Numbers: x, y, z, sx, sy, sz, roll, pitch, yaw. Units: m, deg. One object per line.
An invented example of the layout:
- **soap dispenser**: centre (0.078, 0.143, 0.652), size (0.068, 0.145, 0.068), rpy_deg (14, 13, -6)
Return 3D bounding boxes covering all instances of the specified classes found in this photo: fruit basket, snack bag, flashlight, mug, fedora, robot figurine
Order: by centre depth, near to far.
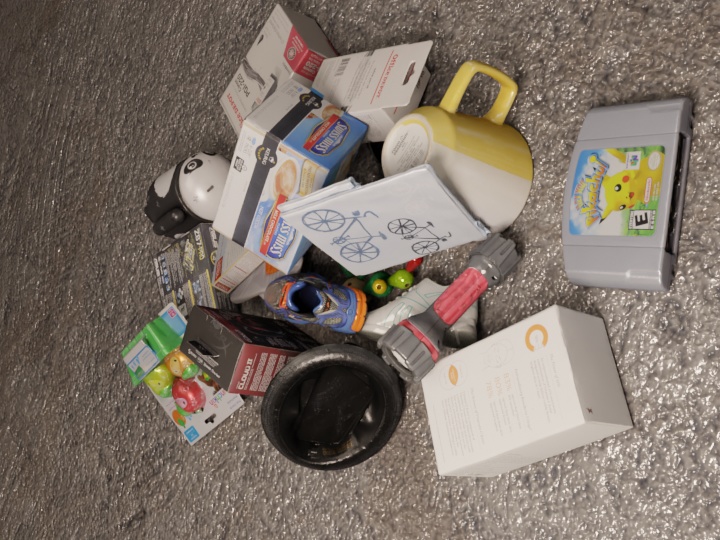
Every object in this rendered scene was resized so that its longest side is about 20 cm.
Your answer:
- **flashlight**: centre (0.107, 0.038, 0.991), size (0.200, 0.068, 0.067), rpy_deg (-44, 44, -16)
- **snack bag**: centre (0.031, -0.059, 1.013), size (0.197, 0.188, 0.022), rpy_deg (-16, 59, 25)
- **mug**: centre (0.107, -0.145, 1.048), size (0.148, 0.152, 0.191), rpy_deg (-10, 72, 46)
- **fedora**: centre (-0.038, 0.166, 1.150), size (0.202, 0.198, 0.092), rpy_deg (-55, 16, 22)
- **fruit basket**: centre (-0.300, 0.178, 1.416), size (0.185, 0.093, 0.202), rpy_deg (-38, 83, 39)
- **robot figurine**: centre (-0.295, -0.129, 1.501), size (0.198, 0.123, 0.153), rpy_deg (-22, 64, 43)

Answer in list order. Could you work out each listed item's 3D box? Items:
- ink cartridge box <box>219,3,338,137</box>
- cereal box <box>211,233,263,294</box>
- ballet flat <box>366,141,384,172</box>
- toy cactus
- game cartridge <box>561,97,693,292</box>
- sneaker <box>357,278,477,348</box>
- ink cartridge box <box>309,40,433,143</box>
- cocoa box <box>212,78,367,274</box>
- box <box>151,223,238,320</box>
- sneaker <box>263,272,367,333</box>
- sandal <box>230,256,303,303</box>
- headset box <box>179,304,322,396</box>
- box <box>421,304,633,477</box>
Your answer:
- **ink cartridge box**: centre (-0.132, -0.302, 1.399), size (0.201, 0.084, 0.147), rpy_deg (-53, 47, 26)
- **cereal box**: centre (-0.164, -0.071, 1.378), size (0.199, 0.039, 0.146), rpy_deg (-39, 34, 36)
- **ballet flat**: centre (0.045, -0.161, 1.187), size (0.067, 0.056, 0.201), rpy_deg (-52, 43, 25)
- **toy cactus**: centre (0.000, 0.000, 1.184), size (0.199, 0.101, 0.168), rpy_deg (32, 113, 38)
- **game cartridge**: centre (0.282, -0.081, 0.929), size (0.132, 0.040, 0.204), rpy_deg (2, 81, 51)
- **sneaker**: centre (0.073, 0.057, 1.106), size (0.198, 0.070, 0.082), rpy_deg (-7, 61, 42)
- **ink cartridge box**: centre (0.019, -0.242, 1.196), size (0.197, 0.068, 0.118), rpy_deg (1, 60, 40)
- **cocoa box**: centre (-0.097, -0.125, 1.173), size (0.130, 0.134, 0.201), rpy_deg (31, 132, 5)
- **box**: centre (-0.284, 0.042, 1.480), size (0.160, 0.049, 0.204), rpy_deg (-29, 70, 41)
- **sneaker**: centre (-0.074, 0.035, 1.161), size (0.198, 0.078, 0.077), rpy_deg (4, 79, 51)
- **sandal**: centre (-0.131, 0.017, 1.338), size (0.205, 0.059, 0.080), rpy_deg (-20, 43, 53)
- **headset box**: centre (-0.151, 0.118, 1.227), size (0.148, 0.198, 0.076), rpy_deg (28, 100, 46)
- **box**: centre (0.175, 0.139, 0.942), size (0.199, 0.096, 0.127), rpy_deg (-31, 58, 39)
